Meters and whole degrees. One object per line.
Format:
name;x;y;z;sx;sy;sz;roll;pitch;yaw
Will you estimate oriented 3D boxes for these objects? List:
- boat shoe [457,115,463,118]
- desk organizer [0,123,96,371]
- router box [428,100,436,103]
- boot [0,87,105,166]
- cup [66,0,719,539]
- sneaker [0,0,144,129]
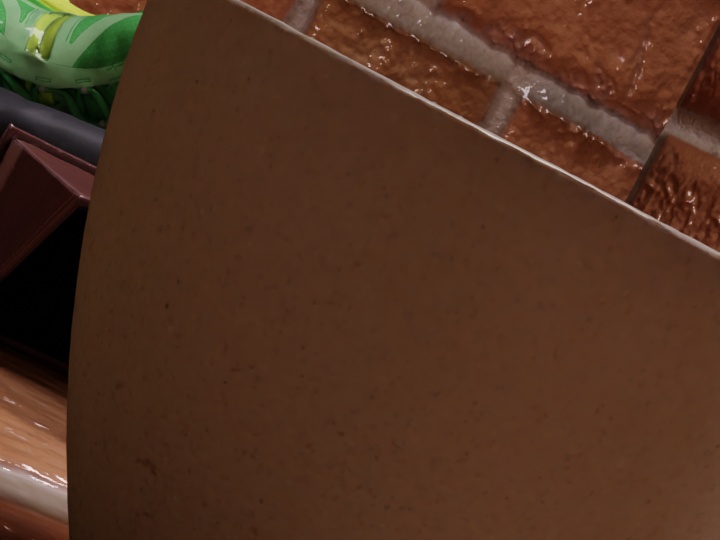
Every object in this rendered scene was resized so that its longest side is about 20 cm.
boat shoe;-0.019;-0.003;1.007;0.068;0.072;0.200;31;43;4
desk organizer;-0.051;0.028;1.082;0.200;0.072;0.077;26;6;-30
router box;0.000;0.000;1.257;0.200;0.062;0.150;-153;-138;-73
boot;-0.117;-0.053;1.169;0.200;0.165;0.066;29;42;11
cup;0.008;0.036;0.713;0.200;0.143;0.200;28;2;-1
sneaker;-0.131;-0.080;1.262;0.200;0.074;0.084;19;35;34
